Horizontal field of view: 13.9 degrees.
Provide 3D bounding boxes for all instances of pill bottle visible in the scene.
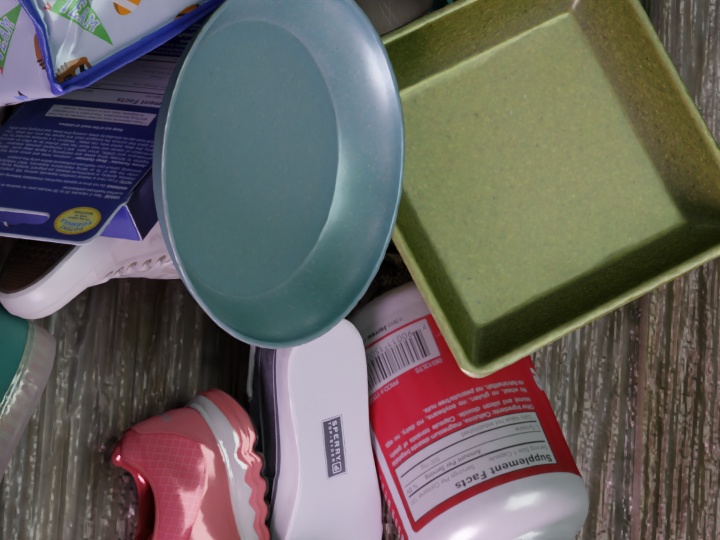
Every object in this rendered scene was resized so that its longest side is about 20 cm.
[{"bbox_3d":[0.065,0.111,1.725,0.112,0.112,0.201,-4,62,-38],"label":"pill bottle"}]

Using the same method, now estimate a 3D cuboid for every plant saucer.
[{"bbox_3d":[0.097,-0.062,1.706,0.199,0.048,0.201,-26,82,-14],"label":"plant saucer"},{"bbox_3d":[-0.050,-0.060,1.592,0.199,0.036,0.202,-9,102,-50],"label":"plant saucer"}]

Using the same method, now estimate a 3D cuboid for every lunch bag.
[{"bbox_3d":[-0.151,-0.173,1.596,0.199,0.169,0.125,-30,108,-35],"label":"lunch bag"}]

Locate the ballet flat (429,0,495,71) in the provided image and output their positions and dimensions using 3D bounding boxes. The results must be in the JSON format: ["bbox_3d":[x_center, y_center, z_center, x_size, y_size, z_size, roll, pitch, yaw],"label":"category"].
[{"bbox_3d":[0.079,-0.133,1.776,0.067,0.067,0.201,-17,99,-20],"label":"ballet flat"}]

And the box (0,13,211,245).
[{"bbox_3d":[-0.137,-0.075,1.611,0.200,0.120,0.033,-54,137,-37],"label":"box"}]

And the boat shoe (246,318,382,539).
[{"bbox_3d":[-0.036,0.112,1.718,0.071,0.068,0.201,-15,113,-29],"label":"boat shoe"}]

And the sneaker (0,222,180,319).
[{"bbox_3d":[-0.123,-0.017,1.647,0.200,0.072,0.085,-48,119,-44],"label":"sneaker"}]

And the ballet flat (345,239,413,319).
[{"bbox_3d":[0.000,0.000,1.768,0.199,0.068,0.076,1,106,-34],"label":"ballet flat"}]

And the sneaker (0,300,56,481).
[{"bbox_3d":[-0.233,0.099,1.568,0.080,0.071,0.201,36,57,-29],"label":"sneaker"}]

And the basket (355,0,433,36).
[{"bbox_3d":[-0.038,-0.233,1.714,0.180,0.135,0.201,-62,137,-68],"label":"basket"}]

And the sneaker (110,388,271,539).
[{"bbox_3d":[-0.091,0.173,1.679,0.086,0.074,0.202,-15,90,-25],"label":"sneaker"}]
